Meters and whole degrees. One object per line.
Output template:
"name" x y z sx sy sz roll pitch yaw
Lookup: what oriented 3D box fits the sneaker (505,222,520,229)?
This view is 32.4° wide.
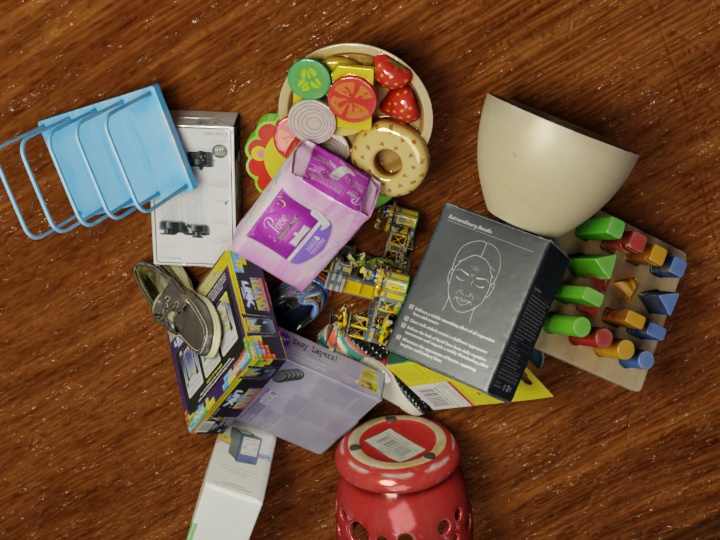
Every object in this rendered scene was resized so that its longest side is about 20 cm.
"sneaker" 0.233 -0.003 1.659 0.110 0.077 0.201 18 119 0

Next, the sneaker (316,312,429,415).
"sneaker" 0.019 0.135 1.750 0.093 0.071 0.200 -14 132 42

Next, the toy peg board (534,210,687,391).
"toy peg board" 0.333 0.034 1.598 0.198 0.098 0.201 24 83 -20

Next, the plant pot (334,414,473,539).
"plant pot" 0.060 0.315 1.752 0.199 0.201 0.184 -2 114 3

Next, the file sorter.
"file sorter" -0.336 -0.130 1.553 0.199 0.123 0.140 -11 107 30

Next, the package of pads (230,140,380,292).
"package of pads" -0.073 -0.066 1.562 0.120 0.076 0.200 29 140 -13

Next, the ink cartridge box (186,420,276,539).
"ink cartridge box" -0.183 0.312 1.759 0.087 0.200 0.146 19 116 -3

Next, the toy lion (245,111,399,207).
"toy lion" -0.042 -0.147 1.615 0.199 0.069 0.192 33 119 -13

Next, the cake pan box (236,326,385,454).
"cake pan box" -0.090 0.171 1.722 0.183 0.053 0.200 25 139 -15

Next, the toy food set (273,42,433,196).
"toy food set" -0.010 -0.183 1.518 0.196 0.049 0.201 6 126 6

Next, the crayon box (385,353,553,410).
"crayon box" 0.151 0.131 1.674 0.199 0.051 0.127 -10 139 38

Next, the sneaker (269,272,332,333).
"sneaker" -0.129 0.071 1.707 0.200 0.079 0.075 -36 109 17

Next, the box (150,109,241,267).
"box" -0.217 -0.106 1.636 0.116 0.060 0.201 1 115 1

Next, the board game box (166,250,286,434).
"board game box" -0.181 0.098 1.644 0.056 0.166 0.200 5 144 -33

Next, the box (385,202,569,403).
"box" 0.146 0.040 1.537 0.148 0.107 0.201 22 88 26

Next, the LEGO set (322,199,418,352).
"LEGO set" 0.000 0.000 1.618 0.115 0.201 0.154 14 139 -3

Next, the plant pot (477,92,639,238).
"plant pot" 0.225 -0.119 1.523 0.199 0.200 0.135 19 102 -7

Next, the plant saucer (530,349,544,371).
"plant saucer" 0.155 0.089 1.690 0.199 0.036 0.200 13 148 8

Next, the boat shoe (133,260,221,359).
"boat shoe" -0.245 0.051 1.636 0.064 0.200 0.074 6 114 -36
